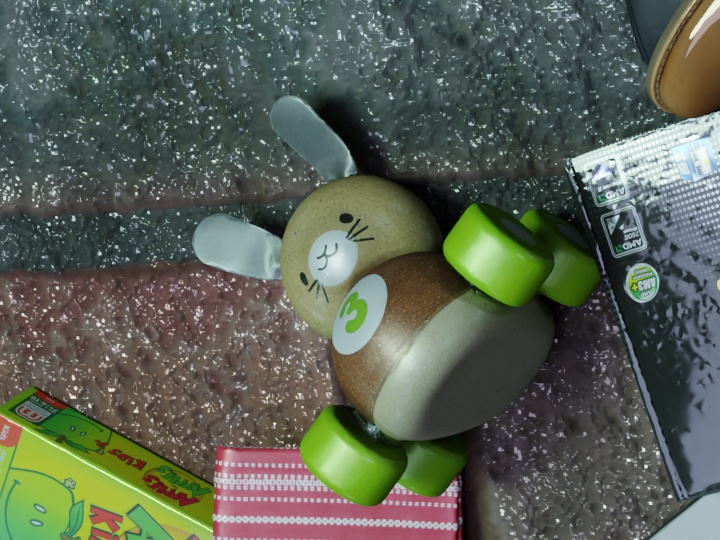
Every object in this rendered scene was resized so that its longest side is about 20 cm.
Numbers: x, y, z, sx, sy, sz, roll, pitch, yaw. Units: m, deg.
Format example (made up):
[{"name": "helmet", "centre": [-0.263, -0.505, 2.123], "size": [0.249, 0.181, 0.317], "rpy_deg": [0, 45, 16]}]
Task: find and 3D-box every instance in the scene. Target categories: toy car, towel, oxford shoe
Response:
[{"name": "toy car", "centre": [0.000, 0.000, 1.470], "size": [0.200, 0.158, 0.165], "rpy_deg": [41, 105, 21]}, {"name": "towel", "centre": [-0.013, 0.198, 1.557], "size": [0.144, 0.022, 0.201], "rpy_deg": [1, 99, 0]}, {"name": "oxford shoe", "centre": [0.225, -0.134, 1.342], "size": [0.200, 0.071, 0.071], "rpy_deg": [-40, 51, 22]}]

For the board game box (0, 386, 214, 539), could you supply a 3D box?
[{"name": "board game box", "centre": [-0.138, 0.163, 1.626], "size": [0.199, 0.048, 0.102], "rpy_deg": [27, 114, 14]}]

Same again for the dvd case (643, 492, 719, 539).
[{"name": "dvd case", "centre": [0.219, 0.193, 1.492], "size": [0.150, 0.025, 0.200], "rpy_deg": [49, 117, 3]}]

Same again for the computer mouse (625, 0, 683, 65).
[{"name": "computer mouse", "centre": [0.137, -0.192, 1.398], "size": [0.140, 0.046, 0.201], "rpy_deg": [7, 108, 21]}]

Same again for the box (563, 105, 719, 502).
[{"name": "box", "centre": [0.227, 0.002, 1.406], "size": [0.199, 0.047, 0.194], "rpy_deg": [-17, 90, 25]}]
